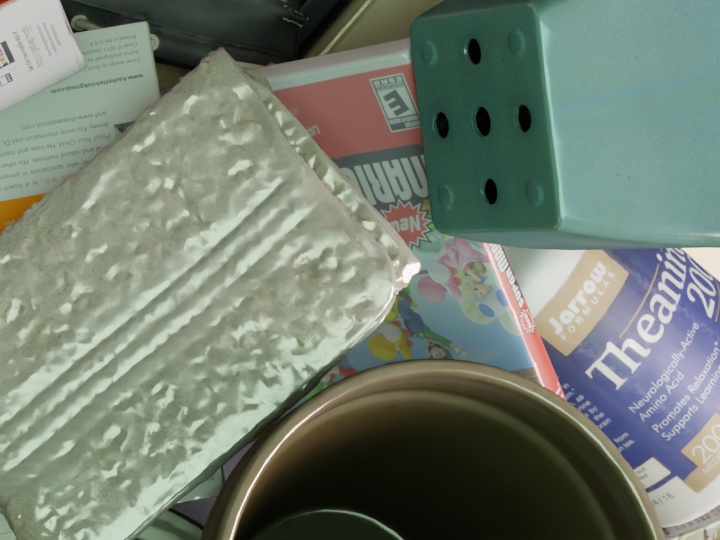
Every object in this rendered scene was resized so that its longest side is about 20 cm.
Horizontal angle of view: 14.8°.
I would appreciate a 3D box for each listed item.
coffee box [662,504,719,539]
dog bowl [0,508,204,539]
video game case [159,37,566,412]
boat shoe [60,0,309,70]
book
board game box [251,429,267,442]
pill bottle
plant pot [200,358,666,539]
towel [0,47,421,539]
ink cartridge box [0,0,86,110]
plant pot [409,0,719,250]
[{"bbox_3d":[0.122,0.178,1.330,0.199,0.080,0.114,-21,106,-8],"label":"coffee box"},{"bbox_3d":[-0.137,0.189,1.276,0.199,0.074,0.201,-3,102,-13],"label":"dog bowl"},{"bbox_3d":[0.000,0.000,1.219,0.142,0.017,0.201,-8,116,34],"label":"video game case"},{"bbox_3d":[-0.120,-0.112,1.219,0.199,0.074,0.061,1,97,-22],"label":"boat shoe"},{"bbox_3d":[-0.137,0.006,1.160,0.133,0.048,0.201,-9,87,-5],"label":"book"},{"bbox_3d":[-0.145,0.069,1.233,0.199,0.102,0.048,-17,105,-9],"label":"board game box"},{"bbox_3d":[0.097,0.019,1.274,0.200,0.111,0.111,39,91,-18],"label":"pill bottle"},{"bbox_3d":[0.011,0.148,1.171,0.199,0.173,0.201,3,79,-17],"label":"plant pot"},{"bbox_3d":[-0.086,0.017,1.126,0.200,0.034,0.133,-40,86,-5],"label":"towel"},{"bbox_3d":[-0.235,-0.138,1.126,0.175,0.084,0.201,-28,70,-6],"label":"ink cartridge box"},{"bbox_3d":[0.129,-0.075,1.157,0.199,0.141,0.142,-9,95,-33],"label":"plant pot"}]
